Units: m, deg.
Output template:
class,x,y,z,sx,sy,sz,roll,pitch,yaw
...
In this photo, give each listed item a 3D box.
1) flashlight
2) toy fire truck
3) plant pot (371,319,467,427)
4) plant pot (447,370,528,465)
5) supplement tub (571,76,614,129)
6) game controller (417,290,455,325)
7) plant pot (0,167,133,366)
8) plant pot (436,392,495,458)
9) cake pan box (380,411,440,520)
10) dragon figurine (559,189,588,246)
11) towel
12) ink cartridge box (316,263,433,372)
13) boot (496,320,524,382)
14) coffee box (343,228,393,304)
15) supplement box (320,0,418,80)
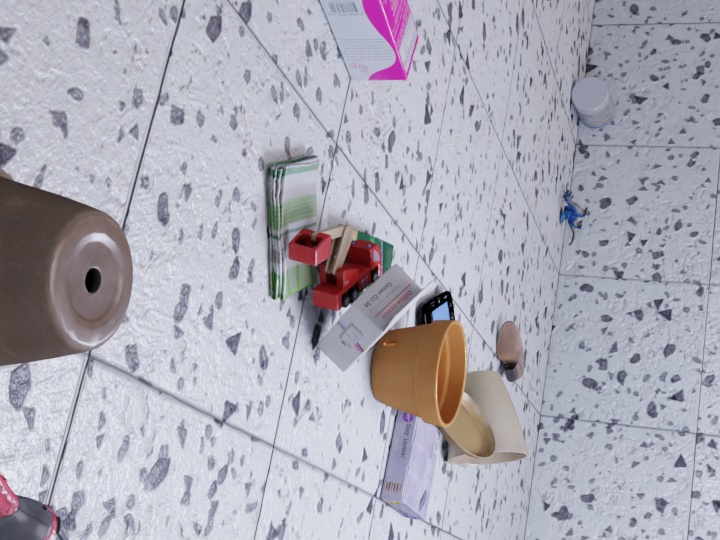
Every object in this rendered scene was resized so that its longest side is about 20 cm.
class,x,y,z,sx,sy,sz,roll,pitch,yaw
flashlight,-0.325,0.198,0.929,0.068,0.068,0.200,-33,138,-22
toy fire truck,-0.033,-0.018,1.575,0.200,0.049,0.141,-39,135,-50
plant pot,0.108,0.188,1.948,0.200,0.140,0.201,4,90,-68
plant pot,0.288,0.341,2.422,0.187,0.187,0.200,41,43,-64
supplement tub,0.824,-0.591,3.665,0.200,0.132,0.132,33,63,-66
game controller,0.166,0.108,2.220,0.200,0.042,0.105,-26,118,-67
plant pot,-0.290,0.002,0.849,0.200,0.174,0.201,4,90,-68
plant pot,0.216,0.330,2.262,0.200,0.027,0.200,36,28,-23
cake pan box,0.107,0.390,2.106,0.184,0.052,0.200,54,45,-62
dragon figurine,0.719,-0.186,3.563,0.059,0.099,0.200,-62,168,-49
towel,-0.092,-0.066,1.541,0.149,0.031,0.200,-27,119,-65
ink cartridge box,0.022,0.067,1.623,0.116,0.067,0.200,-42,176,-38
boot,0.422,0.212,2.876,0.146,0.070,0.200,-50,141,-66
coffee box,0.000,0.000,1.769,0.200,0.044,0.123,21,75,-67
supplement box,0.016,-0.407,1.661,0.200,0.101,0.104,65,34,-52
